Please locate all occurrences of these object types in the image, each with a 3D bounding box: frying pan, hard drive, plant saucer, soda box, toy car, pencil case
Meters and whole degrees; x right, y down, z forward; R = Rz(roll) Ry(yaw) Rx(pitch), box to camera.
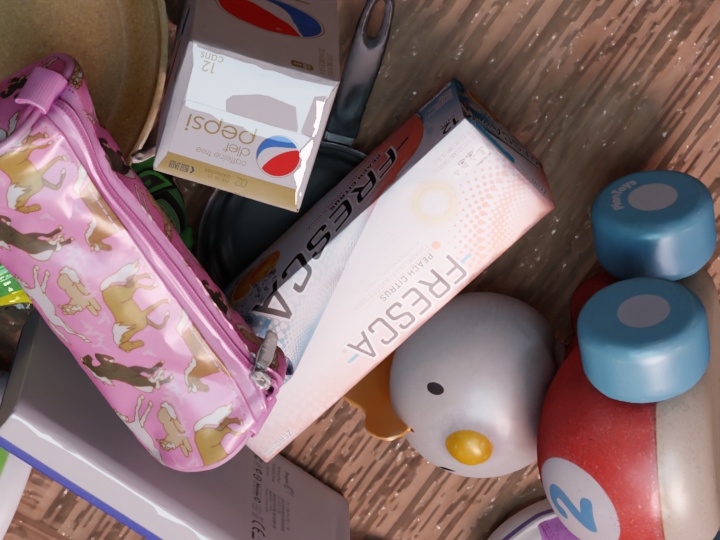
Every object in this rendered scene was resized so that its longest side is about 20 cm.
[{"bbox_3d":[-0.031,-0.049,1.138,0.115,0.031,0.190,-7,110,-1],"label":"frying pan"},{"bbox_3d":[-0.091,0.103,1.146,0.200,0.132,0.025,35,109,-15],"label":"hard drive"},{"bbox_3d":[-0.187,-0.106,1.079,0.200,0.035,0.201,0,90,7],"label":"plant saucer"},{"bbox_3d":[-0.050,-0.098,1.025,0.068,0.200,0.064,15,112,-8],"label":"soda box"},{"bbox_3d":[0.000,0.000,1.113,0.200,0.064,0.068,-43,109,13],"label":"soda box"},{"bbox_3d":[0.083,0.069,1.129,0.200,0.177,0.185,-3,125,13],"label":"toy car"},{"bbox_3d":[-0.112,-0.002,1.022,0.086,0.083,0.200,-31,114,10],"label":"pencil case"}]

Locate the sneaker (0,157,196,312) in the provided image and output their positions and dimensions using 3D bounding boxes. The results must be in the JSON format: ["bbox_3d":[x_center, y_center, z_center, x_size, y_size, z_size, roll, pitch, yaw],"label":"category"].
[{"bbox_3d":[-0.184,-0.023,1.131,0.200,0.078,0.085,-6,99,-2],"label":"sneaker"}]

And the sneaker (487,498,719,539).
[{"bbox_3d":[0.165,0.167,1.192,0.200,0.114,0.073,-7,115,3],"label":"sneaker"}]

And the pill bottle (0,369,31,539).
[{"bbox_3d":[-0.269,0.077,1.142,0.200,0.111,0.111,22,111,-11],"label":"pill bottle"}]

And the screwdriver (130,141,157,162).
[{"bbox_3d":[-0.086,-0.058,1.044,0.028,0.200,0.029,21,105,2],"label":"screwdriver"}]
